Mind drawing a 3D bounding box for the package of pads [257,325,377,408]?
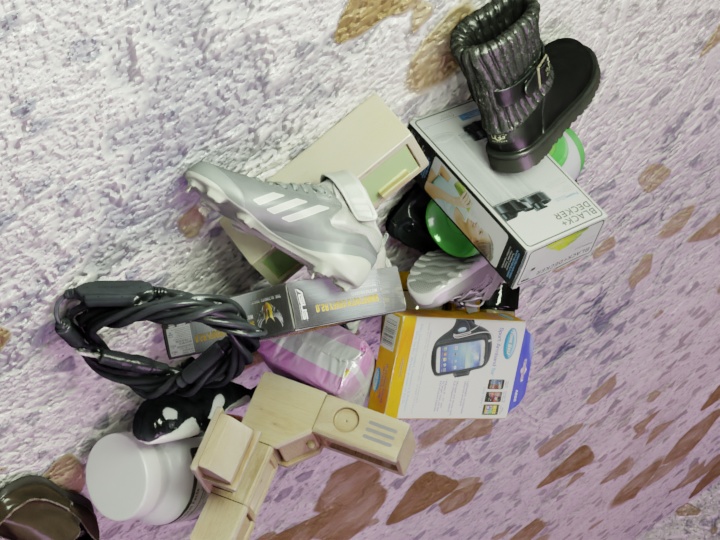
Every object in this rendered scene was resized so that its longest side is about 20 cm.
[{"bbox_3d":[-0.036,0.118,1.755,0.076,0.120,0.200,-57,158,-14],"label":"package of pads"}]

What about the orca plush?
[{"bbox_3d":[-0.171,0.130,1.672,0.200,0.105,0.071,-8,109,-43],"label":"orca plush"}]

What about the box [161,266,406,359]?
[{"bbox_3d":[-0.080,0.043,1.555,0.200,0.048,0.158,-14,176,43],"label":"box"}]

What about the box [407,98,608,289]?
[{"bbox_3d":[0.145,-0.085,1.583,0.116,0.200,0.060,-21,148,-31],"label":"box"}]

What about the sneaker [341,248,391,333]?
[{"bbox_3d":[0.000,0.000,1.688,0.081,0.075,0.200,-38,167,-23],"label":"sneaker"}]

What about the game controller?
[{"bbox_3d":[0.099,-0.063,1.759,0.104,0.042,0.200,-57,153,4],"label":"game controller"}]

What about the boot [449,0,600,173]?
[{"bbox_3d":[0.171,-0.216,1.547,0.211,0.079,0.158,-56,136,-42],"label":"boot"}]

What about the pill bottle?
[{"bbox_3d":[-0.203,0.223,1.723,0.200,0.116,0.116,2,133,-53],"label":"pill bottle"}]

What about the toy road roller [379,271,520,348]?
[{"bbox_3d":[0.087,0.071,1.838,0.200,0.123,0.146,7,175,-36],"label":"toy road roller"}]

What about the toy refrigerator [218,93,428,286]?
[{"bbox_3d":[-0.033,-0.075,1.515,0.200,0.070,0.076,-39,154,-1],"label":"toy refrigerator"}]

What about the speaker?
[{"bbox_3d":[0.161,-0.092,1.691,0.200,0.088,0.089,-36,158,-36],"label":"speaker"}]

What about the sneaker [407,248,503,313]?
[{"bbox_3d":[0.120,0.013,1.705,0.200,0.075,0.082,-27,116,-54],"label":"sneaker"}]

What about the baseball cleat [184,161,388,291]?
[{"bbox_3d":[-0.065,-0.065,1.434,0.200,0.070,0.107,34,77,-22],"label":"baseball cleat"}]

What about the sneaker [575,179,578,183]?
[{"bbox_3d":[0.217,-0.081,1.811,0.086,0.080,0.200,-60,180,13],"label":"sneaker"}]

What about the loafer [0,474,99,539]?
[{"bbox_3d":[-0.339,0.276,1.680,0.073,0.071,0.200,-43,154,9],"label":"loafer"}]

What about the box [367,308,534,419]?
[{"bbox_3d":[0.108,0.107,1.738,0.200,0.041,0.119,4,102,-36],"label":"box"}]

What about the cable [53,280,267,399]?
[{"bbox_3d":[-0.184,0.071,1.458,0.199,0.051,0.163,-1,140,11],"label":"cable"}]

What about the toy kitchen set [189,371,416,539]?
[{"bbox_3d":[-0.067,0.219,1.617,0.163,0.180,0.200,74,37,-65],"label":"toy kitchen set"}]
